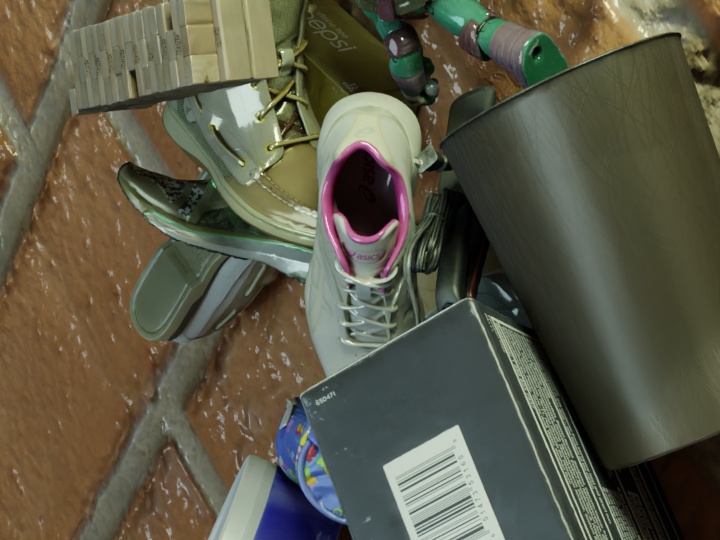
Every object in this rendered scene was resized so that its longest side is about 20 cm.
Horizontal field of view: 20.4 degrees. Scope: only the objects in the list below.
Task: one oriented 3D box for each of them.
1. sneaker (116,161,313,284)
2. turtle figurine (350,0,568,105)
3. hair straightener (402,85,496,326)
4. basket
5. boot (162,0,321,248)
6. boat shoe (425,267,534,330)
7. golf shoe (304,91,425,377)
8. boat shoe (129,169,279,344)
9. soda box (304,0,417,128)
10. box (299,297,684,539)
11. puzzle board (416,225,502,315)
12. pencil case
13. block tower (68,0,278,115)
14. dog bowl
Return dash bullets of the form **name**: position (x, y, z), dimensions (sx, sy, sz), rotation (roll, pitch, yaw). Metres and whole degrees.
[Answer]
- **sneaker**: position (-0.065, -0.052, 1.365), dimensions (0.077, 0.199, 0.089), rotation (-67, -5, -79)
- **turtle figurine**: position (0.041, -0.169, 1.174), dimensions (0.200, 0.101, 0.150), rotation (21, 104, 39)
- **hair straightener**: position (0.046, -0.034, 1.156), dimensions (0.041, 0.200, 0.077), rotation (-16, 131, 39)
- **basket**: position (0.145, -0.005, 1.080), dimensions (0.201, 0.136, 0.180), rotation (67, 164, 4)
- **boot**: position (-0.051, -0.118, 1.258), dimensions (0.200, 0.072, 0.155), rotation (42, 131, 39)
- **boat shoe**: position (0.071, 0.048, 1.248), dimensions (0.075, 0.065, 0.202), rotation (53, 146, 10)
- **golf shoe**: position (0.000, 0.000, 1.177), dimensions (0.092, 0.075, 0.201), rotation (-77, -16, -73)
- **boat shoe**: position (-0.090, -0.026, 1.463), dimensions (0.200, 0.068, 0.075), rotation (-48, 57, 28)
- **soda box**: position (-0.045, -0.147, 1.353), dimensions (0.200, 0.064, 0.068), rotation (45, 135, 36)
- **box**: position (0.090, 0.145, 1.110), dimensions (0.123, 0.198, 0.201), rotation (-30, 65, 20)
- **puzzle board**: position (0.081, 0.074, 1.303), dimensions (0.150, 0.017, 0.201), rotation (11, 112, 52)
- **pencil case**: position (-0.012, 0.119, 1.330), dimensions (0.087, 0.078, 0.200), rotation (40, 175, -4)
- **block tower**: position (-0.123, -0.135, 1.253), dimensions (0.200, 0.054, 0.058), rotation (-5, 91, 60)
- **dog bowl**: position (-0.084, 0.239, 1.444), dimensions (0.079, 0.200, 0.200), rotation (23, 135, -3)
